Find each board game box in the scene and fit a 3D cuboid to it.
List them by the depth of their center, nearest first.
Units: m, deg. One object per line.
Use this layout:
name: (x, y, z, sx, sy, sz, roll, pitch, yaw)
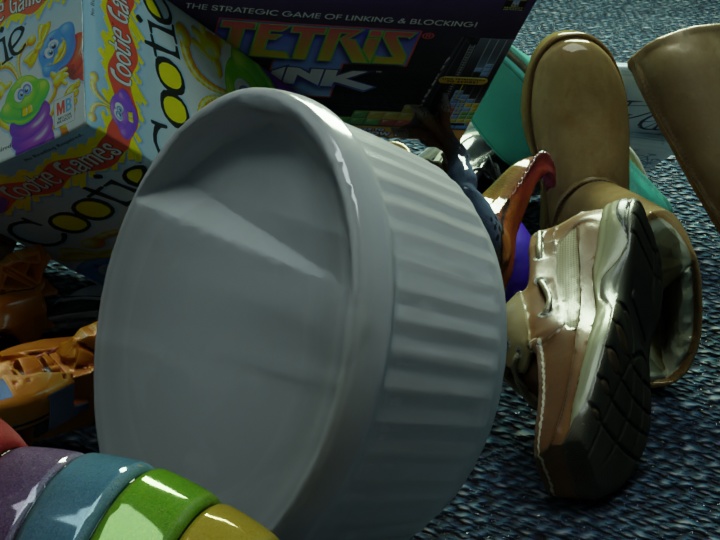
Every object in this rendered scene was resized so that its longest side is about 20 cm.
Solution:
board game box: (-0.113, -0.061, 1.084, 0.105, 0.103, 0.200, -20, -30, 28)
board game box: (-0.023, -0.132, 1.135, 0.199, 0.057, 0.165, 2, -23, -12)

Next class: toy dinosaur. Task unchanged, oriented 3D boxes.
toy dinosaur: (0.061, -0.001, 1.141, 0.199, 0.105, 0.182, -5, 57, -24)

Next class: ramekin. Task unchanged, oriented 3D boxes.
ramekin: (-0.023, 0.030, 0.902, 0.094, 0.203, 0.202, 9, 10, -35)

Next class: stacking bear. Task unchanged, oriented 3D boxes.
stacking bear: (-0.061, 0.126, 0.711, 0.199, 0.122, 0.114, 19, 25, 13)

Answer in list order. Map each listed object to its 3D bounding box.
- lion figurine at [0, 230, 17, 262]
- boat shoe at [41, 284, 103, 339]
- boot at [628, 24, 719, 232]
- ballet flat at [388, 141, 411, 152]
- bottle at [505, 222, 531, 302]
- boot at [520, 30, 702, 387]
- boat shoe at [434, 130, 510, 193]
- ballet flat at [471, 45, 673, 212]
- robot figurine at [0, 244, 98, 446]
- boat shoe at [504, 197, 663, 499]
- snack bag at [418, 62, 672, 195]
lion figurine: (-0.225, -0.005, 1.108, 0.122, 0.073, 0.200, 4, -5, -37)
boat shoe: (-0.081, 0.043, 1.048, 0.199, 0.074, 0.068, 10, 19, 26)
boot: (0.264, -0.051, 1.256, 0.175, 0.201, 0.066, -7, -23, -39)
ballet flat: (-0.007, -0.043, 1.400, 0.068, 0.063, 0.200, 8, 16, 12)
bottle: (0.000, 0.000, 1.237, 0.199, 0.066, 0.084, 0, 27, -17)
boot: (0.148, -0.042, 1.249, 0.066, 0.176, 0.200, -9, 13, -5)
boat shoe: (0.066, -0.036, 1.387, 0.062, 0.075, 0.200, 12, 23, 19)
ballet flat: (0.131, -0.082, 1.385, 0.067, 0.200, 0.070, -29, 15, 43)
robot figurine: (-0.213, 0.047, 0.974, 0.200, 0.058, 0.145, -14, 37, -36)
boat shoe: (0.104, 0.040, 1.079, 0.074, 0.076, 0.200, -8, 32, 20)
snack bag: (0.151, -0.096, 1.509, 0.188, 0.021, 0.200, 1, -22, -29)
